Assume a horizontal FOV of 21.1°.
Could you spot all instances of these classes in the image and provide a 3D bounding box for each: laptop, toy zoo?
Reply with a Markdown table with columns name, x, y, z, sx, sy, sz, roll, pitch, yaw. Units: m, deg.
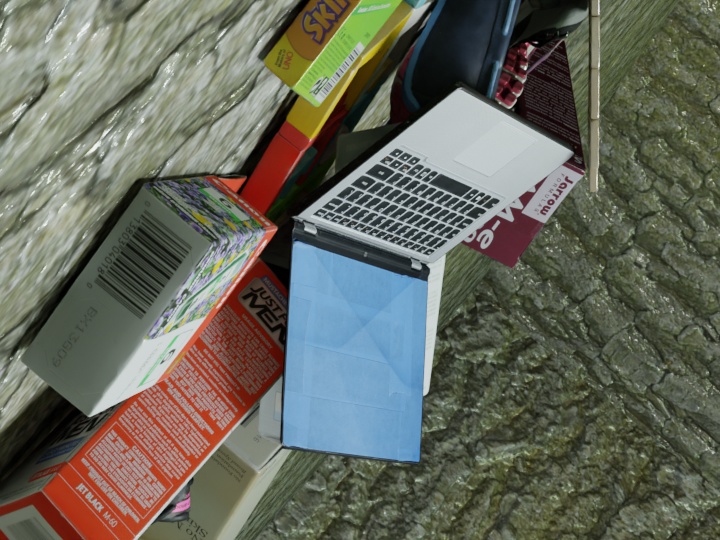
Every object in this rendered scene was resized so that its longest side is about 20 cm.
| name | x | y | z | sx | sy | sz | roll | pitch | yaw |
| --- | --- | --- | --- | --- | --- | --- | --- | --- | --- |
| laptop | 0.045 | 0.009 | 1.160 | 0.199 | 0.116 | 0.187 | -37 | 158 | 17 |
| toy zoo | -0.016 | -0.098 | 1.148 | 0.201 | 0.020 | 0.131 | -56 | 175 | 31 |

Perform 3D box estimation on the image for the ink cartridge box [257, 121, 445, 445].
| name | x | y | z | sx | sy | sz | roll | pitch | yaw |
| --- | --- | --- | --- | --- | --- | --- | --- | --- | --- |
| ink cartridge box | 0.000 | 0.000 | 1.251 | 0.160 | 0.047 | 0.202 | -18 | 117 | -58 |

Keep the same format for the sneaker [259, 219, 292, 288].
| name | x | y | z | sx | sy | sz | roll | pitch | yaw |
| --- | --- | --- | --- | --- | --- | --- | --- | --- | --- |
| sneaker | -0.032 | 0.014 | 1.341 | 0.200 | 0.075 | 0.115 | -19 | 129 | -69 |

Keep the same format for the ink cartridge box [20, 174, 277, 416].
| name | x | y | z | sx | sy | sz | roll | pitch | yaw |
| --- | --- | --- | --- | --- | --- | --- | --- | --- | --- |
| ink cartridge box | -0.099 | 0.007 | 1.024 | 0.109 | 0.050 | 0.200 | -53 | 174 | 10 |

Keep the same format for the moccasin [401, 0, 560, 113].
| name | x | y | z | sx | sy | sz | roll | pitch | yaw |
| --- | --- | --- | --- | --- | --- | --- | --- | --- | --- |
| moccasin | 0.093 | -0.176 | 1.176 | 0.201 | 0.068 | 0.080 | -64 | 174 | 0 |

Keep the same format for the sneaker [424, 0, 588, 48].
| name | x | y | z | sx | sy | sz | roll | pitch | yaw |
| --- | --- | --- | --- | --- | --- | --- | --- | --- | --- |
| sneaker | 0.114 | -0.178 | 1.293 | 0.200 | 0.073 | 0.080 | -45 | 127 | -39 |

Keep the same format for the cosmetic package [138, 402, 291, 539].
| name | x | y | z | sx | sy | sz | roll | pitch | yaw |
| --- | --- | --- | --- | --- | --- | --- | --- | --- | --- |
| cosmetic package | -0.124 | 0.147 | 1.429 | 0.073 | 0.103 | 0.201 | -44 | 169 | -43 |

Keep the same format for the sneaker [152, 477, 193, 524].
| name | x | y | z | sx | sy | sz | roll | pitch | yaw |
| --- | --- | --- | --- | --- | --- | --- | --- | --- | --- |
| sneaker | -0.134 | 0.122 | 1.283 | 0.201 | 0.084 | 0.077 | -54 | 174 | 24 |

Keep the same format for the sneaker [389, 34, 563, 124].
| name | x | y | z | sx | sy | sz | roll | pitch | yaw |
| --- | --- | --- | --- | --- | --- | --- | --- | --- | --- |
| sneaker | 0.085 | -0.146 | 1.361 | 0.200 | 0.080 | 0.075 | -47 | 175 | -37 |

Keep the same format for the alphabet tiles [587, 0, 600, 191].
| name | x | y | z | sx | sy | sz | roll | pitch | yaw |
| --- | --- | --- | --- | --- | --- | --- | --- | --- | --- |
| alphabet tiles | 0.147 | -0.161 | 1.219 | 0.168 | 0.007 | 0.202 | -80 | 169 | -60 |

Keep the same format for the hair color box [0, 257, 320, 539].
| name | x | y | z | sx | sy | sz | roll | pitch | yaw |
| --- | --- | --- | --- | --- | --- | --- | --- | --- | --- |
| hair color box | -0.124 | 0.088 | 1.129 | 0.200 | 0.064 | 0.111 | -47 | -168 | -33 |

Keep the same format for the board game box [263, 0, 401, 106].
| name | x | y | z | sx | sy | sz | roll | pitch | yaw |
| --- | --- | --- | --- | --- | --- | --- | --- | --- | --- |
| board game box | 0.026 | -0.174 | 1.000 | 0.200 | 0.030 | 0.096 | -49 | 175 | 3 |

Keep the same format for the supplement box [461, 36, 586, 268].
| name | x | y | z | sx | sy | sz | roll | pitch | yaw |
| --- | --- | --- | --- | --- | --- | --- | --- | --- | --- |
| supplement box | 0.121 | -0.109 | 1.551 | 0.109 | 0.060 | 0.201 | -55 | -159 | 32 |
